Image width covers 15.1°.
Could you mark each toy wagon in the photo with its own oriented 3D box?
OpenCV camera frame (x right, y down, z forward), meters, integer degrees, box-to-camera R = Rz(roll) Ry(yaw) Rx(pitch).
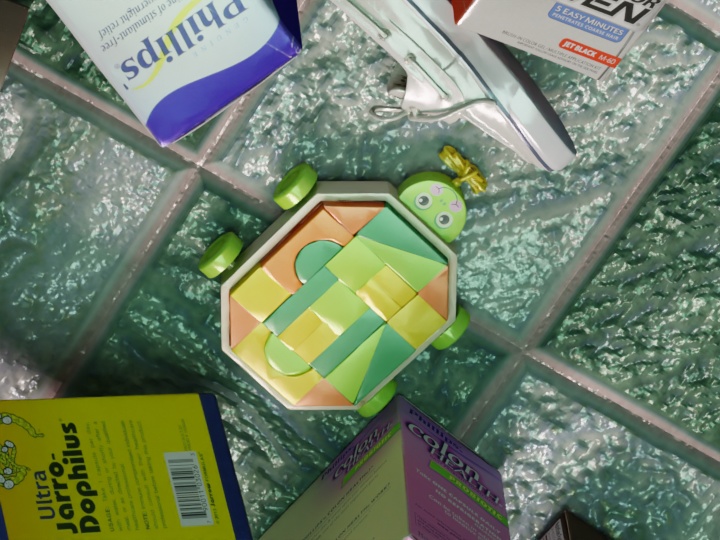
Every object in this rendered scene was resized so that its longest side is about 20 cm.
[{"bbox_3d":[0.000,0.000,1.762,0.200,0.040,0.155,-43,108,16],"label":"toy wagon"}]

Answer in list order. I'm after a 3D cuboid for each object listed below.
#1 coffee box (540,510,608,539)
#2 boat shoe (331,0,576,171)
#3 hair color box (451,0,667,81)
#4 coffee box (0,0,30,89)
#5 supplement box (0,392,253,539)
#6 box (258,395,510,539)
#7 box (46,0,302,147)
[{"bbox_3d":[0.124,0.281,1.856,0.114,0.080,0.200,36,108,-15],"label":"coffee box"},{"bbox_3d":[0.043,-0.122,1.692,0.086,0.075,0.202,-40,106,14],"label":"boat shoe"},{"bbox_3d":[0.149,-0.215,1.620,0.111,0.064,0.200,18,129,-23],"label":"hair color box"},{"bbox_3d":[-0.289,-0.081,1.646,0.114,0.080,0.200,20,76,-11],"label":"coffee box"},{"bbox_3d":[-0.188,0.150,1.723,0.200,0.110,0.109,0,153,-34],"label":"supplement box"},{"bbox_3d":[0.006,0.209,1.765,0.097,0.200,0.176,38,107,-16],"label":"box"},{"bbox_3d":[-0.132,-0.202,1.594,0.105,0.184,0.200,-33,111,10],"label":"box"}]
